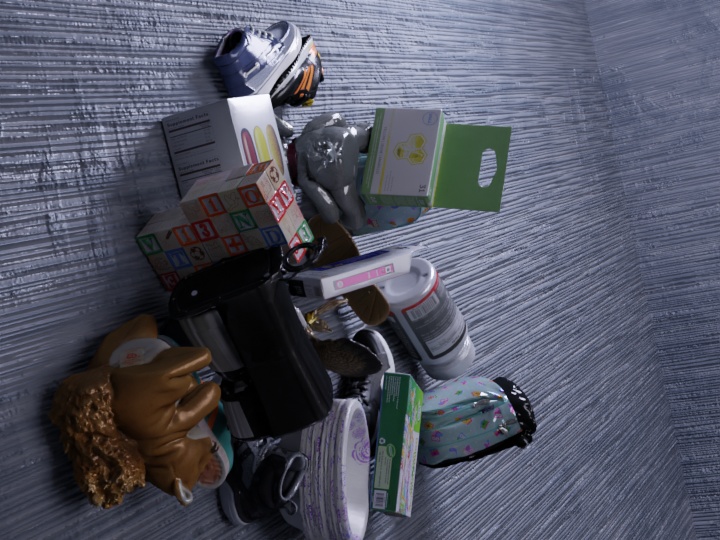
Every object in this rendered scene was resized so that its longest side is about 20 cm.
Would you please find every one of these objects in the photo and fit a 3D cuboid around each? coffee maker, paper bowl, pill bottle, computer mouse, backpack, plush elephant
[{"bbox_3d":[-0.103,0.087,1.429,0.201,0.191,0.135,66,30,-26],"label":"coffee maker"},{"bbox_3d":[-0.051,0.276,1.659,0.201,0.104,0.202,-1,90,-78],"label":"paper bowl"},{"bbox_3d":[0.113,0.086,2.061,0.200,0.114,0.114,58,34,-35],"label":"pill bottle"},{"bbox_3d":[-0.161,0.039,1.541,0.046,0.141,0.200,45,24,14],"label":"computer mouse"},{"bbox_3d":[0.033,-0.129,1.897,0.167,0.199,0.127,66,30,-24],"label":"backpack"},{"bbox_3d":[-0.084,-0.152,1.757,0.200,0.154,0.165,22,72,-68],"label":"plush elephant"},{"bbox_3d":[0.173,0.250,2.028,0.167,0.199,0.127,-179,-109,-79],"label":"backpack"}]

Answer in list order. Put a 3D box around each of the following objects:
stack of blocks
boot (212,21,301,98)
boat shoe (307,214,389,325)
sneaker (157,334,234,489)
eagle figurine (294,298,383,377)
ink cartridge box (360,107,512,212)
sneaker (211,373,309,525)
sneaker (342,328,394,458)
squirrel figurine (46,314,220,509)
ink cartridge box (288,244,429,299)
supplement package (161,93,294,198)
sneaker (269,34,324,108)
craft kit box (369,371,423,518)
[{"bbox_3d":[-0.172,-0.052,1.482,0.115,0.199,0.059,63,32,-25],"label":"stack of blocks"},{"bbox_3d":[-0.148,-0.327,1.764,0.200,0.072,0.091,-69,144,-44],"label":"boot"},{"bbox_3d":[-0.025,-0.004,1.896,0.200,0.072,0.065,55,-2,-19],"label":"boat shoe"},{"bbox_3d":[-0.211,0.164,1.484,0.080,0.071,0.201,-64,134,-71],"label":"sneaker"},{"bbox_3d":[-0.073,0.109,1.640,0.151,0.152,0.200,38,9,-29],"label":"eagle figurine"},{"bbox_3d":[0.111,-0.162,1.770,0.048,0.199,0.146,56,41,-62],"label":"ink cartridge box"},{"bbox_3d":[-0.128,0.221,1.557,0.075,0.113,0.201,-1,81,-62],"label":"sneaker"},{"bbox_3d":[-0.001,0.182,1.852,0.112,0.073,0.201,21,64,-61],"label":"sneaker"},{"bbox_3d":[-0.248,0.182,1.359,0.200,0.141,0.187,-33,126,-37],"label":"squirrel figurine"},{"bbox_3d":[0.000,0.000,1.807,0.199,0.095,0.037,-19,103,-31],"label":"ink cartridge box"},{"bbox_3d":[-0.168,-0.123,1.614,0.114,0.109,0.201,-25,102,-62],"label":"supplement package"},{"bbox_3d":[-0.099,-0.278,1.843,0.090,0.070,0.200,60,31,-26],"label":"sneaker"},{"bbox_3d":[0.056,0.266,1.826,0.198,0.048,0.201,66,30,-76],"label":"craft kit box"}]
